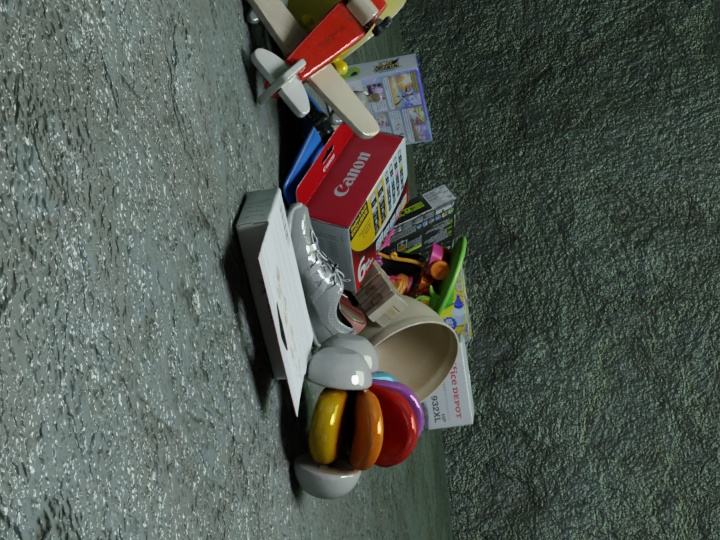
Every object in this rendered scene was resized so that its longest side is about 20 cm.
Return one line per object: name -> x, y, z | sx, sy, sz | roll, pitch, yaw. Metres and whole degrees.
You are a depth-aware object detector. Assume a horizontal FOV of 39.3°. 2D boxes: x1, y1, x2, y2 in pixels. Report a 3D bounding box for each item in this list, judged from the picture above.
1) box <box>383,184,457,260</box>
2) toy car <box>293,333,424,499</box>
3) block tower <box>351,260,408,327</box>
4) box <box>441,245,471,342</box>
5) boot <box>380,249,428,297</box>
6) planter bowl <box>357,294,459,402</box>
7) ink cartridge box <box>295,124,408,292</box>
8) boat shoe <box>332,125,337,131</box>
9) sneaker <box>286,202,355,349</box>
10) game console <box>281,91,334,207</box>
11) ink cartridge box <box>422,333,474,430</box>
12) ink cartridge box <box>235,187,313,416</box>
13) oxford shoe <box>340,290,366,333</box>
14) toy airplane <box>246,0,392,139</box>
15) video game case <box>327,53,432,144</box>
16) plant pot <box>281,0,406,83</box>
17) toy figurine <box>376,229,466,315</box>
box -> 0.083, -0.044, 1.854 | 0.048, 0.198, 0.194 | 53, -21, 31
toy car -> 0.004, 0.180, 1.239 | 0.200, 0.148, 0.178 | -47, 144, -80
block tower -> 0.000, 0.000, 1.514 | 0.058, 0.054, 0.201 | 41, 11, -47
box -> 0.121, 0.058, 2.107 | 0.122, 0.197, 0.196 | -32, 113, -80
boot -> 0.091, 0.052, 1.787 | 0.070, 0.197, 0.176 | -82, -175, -58
planter bowl -> 0.037, 0.115, 1.585 | 0.135, 0.199, 0.201 | 52, -13, 40
ink cartridge box -> -0.008, -0.105, 1.441 | 0.177, 0.083, 0.201 | 83, 29, -48
boat shoe -> -0.035, -0.209, 1.680 | 0.200, 0.062, 0.072 | -5, 80, -87
sneaker -> -0.054, 0.003, 1.326 | 0.075, 0.081, 0.203 | -81, 161, -65
game console -> -0.089, -0.159, 1.472 | 0.171, 0.118, 0.200 | 52, -7, 26
ink cartridge box -> 0.090, 0.198, 1.739 | 0.084, 0.197, 0.147 | -44, 125, -80
ink cartridge box -> -0.098, 0.035, 1.124 | 0.174, 0.043, 0.203 | -81, 162, -62
oxford shoe -> -0.044, 0.062, 1.481 | 0.075, 0.070, 0.200 | -56, -168, 12
toy airplane -> -0.063, -0.276, 1.303 | 0.141, 0.196, 0.203 | 171, -79, -70
video game case -> 0.033, -0.308, 1.899 | 0.201, 0.178, 0.046 | 71, 13, -55
plant pot -> -0.054, -0.385, 1.436 | 0.142, 0.199, 0.201 | 51, 19, -18
toy figurine -> 0.055, 0.003, 1.678 | 0.151, 0.182, 0.202 | -75, -173, -62
